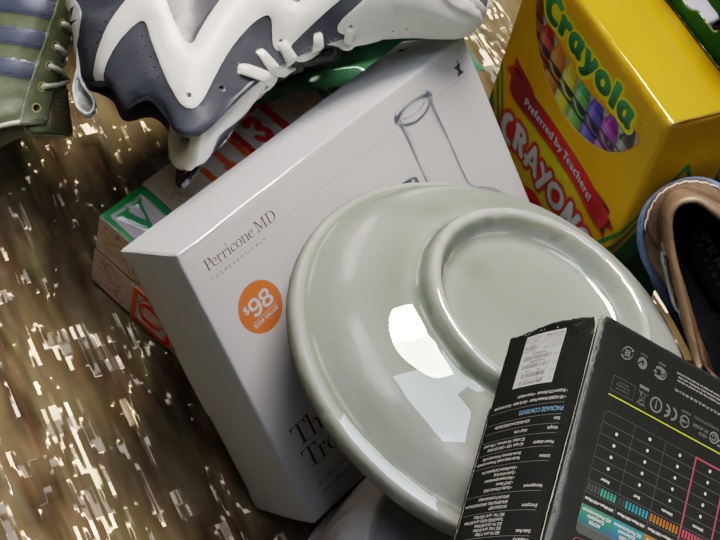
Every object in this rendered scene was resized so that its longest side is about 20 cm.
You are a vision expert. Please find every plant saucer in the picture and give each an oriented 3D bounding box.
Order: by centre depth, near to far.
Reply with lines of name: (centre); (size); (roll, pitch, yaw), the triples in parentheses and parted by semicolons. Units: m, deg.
plant saucer: (0.068, 0.027, 0.697); (0.200, 0.050, 0.200); (15, 45, -16)

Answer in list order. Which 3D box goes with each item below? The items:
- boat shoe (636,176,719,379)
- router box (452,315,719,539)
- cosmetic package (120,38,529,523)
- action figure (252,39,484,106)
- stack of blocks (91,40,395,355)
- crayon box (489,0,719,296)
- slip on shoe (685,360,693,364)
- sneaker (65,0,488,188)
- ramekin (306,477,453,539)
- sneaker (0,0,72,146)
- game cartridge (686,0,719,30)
boat shoe: (0.185, 0.050, 0.729); (0.072, 0.072, 0.200); (-35, 85, 11)
router box: (0.130, 0.128, 0.624); (0.200, 0.062, 0.150); (29, 65, -24)
cosmetic package: (0.000, 0.000, 0.780); (0.200, 0.052, 0.151); (-40, 116, -31)
action figure: (-0.039, -0.131, 0.832); (0.200, 0.055, 0.118); (-22, 83, -19)
stack of blocks: (-0.048, -0.048, 0.847); (0.115, 0.059, 0.200); (40, 57, 13)
crayon box: (0.123, -0.079, 0.817); (0.051, 0.200, 0.127); (-15, 57, -22)
slip on shoe: (0.163, 0.074, 0.804); (0.200, 0.061, 0.074); (-1, 93, 12)
sneaker: (-0.045, -0.097, 0.759); (0.199, 0.079, 0.130); (9, 85, -11)
ramekin: (0.065, 0.159, 0.712); (0.200, 0.105, 0.200); (7, 56, -10)
sneaker: (-0.172, -0.105, 0.819); (0.090, 0.067, 0.200); (43, 88, 2)
game cartridge: (0.222, -0.217, 1.040); (0.200, 0.041, 0.133); (-28, 64, -28)
